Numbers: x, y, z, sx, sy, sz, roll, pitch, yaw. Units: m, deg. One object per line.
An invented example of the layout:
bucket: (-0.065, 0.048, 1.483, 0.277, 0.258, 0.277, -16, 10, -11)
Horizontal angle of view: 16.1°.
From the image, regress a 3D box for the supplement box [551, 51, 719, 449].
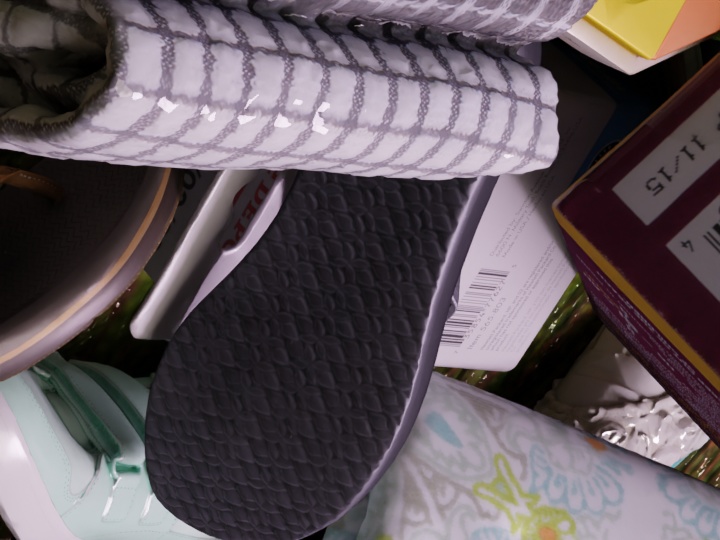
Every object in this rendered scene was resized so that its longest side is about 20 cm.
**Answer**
supplement box: (0.151, -0.010, 0.864, 0.131, 0.103, 0.200, -43, 166, -2)

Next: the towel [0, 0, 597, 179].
towel: (-0.066, -0.082, 0.611, 0.165, 0.200, 0.086, -1, 106, -51)

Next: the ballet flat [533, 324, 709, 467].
ballet flat: (0.132, 0.042, 1.086, 0.200, 0.072, 0.072, -21, 140, -35)

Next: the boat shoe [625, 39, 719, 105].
boat shoe: (0.106, -0.121, 0.859, 0.066, 0.072, 0.201, -34, 141, -7)

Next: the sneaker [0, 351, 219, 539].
sneaker: (-0.069, 0.042, 0.840, 0.118, 0.074, 0.200, -37, 156, -1)

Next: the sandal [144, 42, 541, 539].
sandal: (0.001, 0.000, 0.757, 0.200, 0.076, 0.043, -61, 168, 23)

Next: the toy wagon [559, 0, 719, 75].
toy wagon: (0.103, -0.161, 0.758, 0.155, 0.040, 0.200, 27, 93, -45)

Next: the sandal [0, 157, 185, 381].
sandal: (-0.139, 0.004, 0.742, 0.200, 0.082, 0.055, -28, 122, -12)

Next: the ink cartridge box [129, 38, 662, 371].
ink cartridge box: (0.001, -0.034, 0.840, 0.200, 0.068, 0.115, 7, 121, -51)

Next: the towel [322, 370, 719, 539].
towel: (0.055, 0.152, 0.894, 0.171, 0.048, 0.200, 24, 75, -27)
